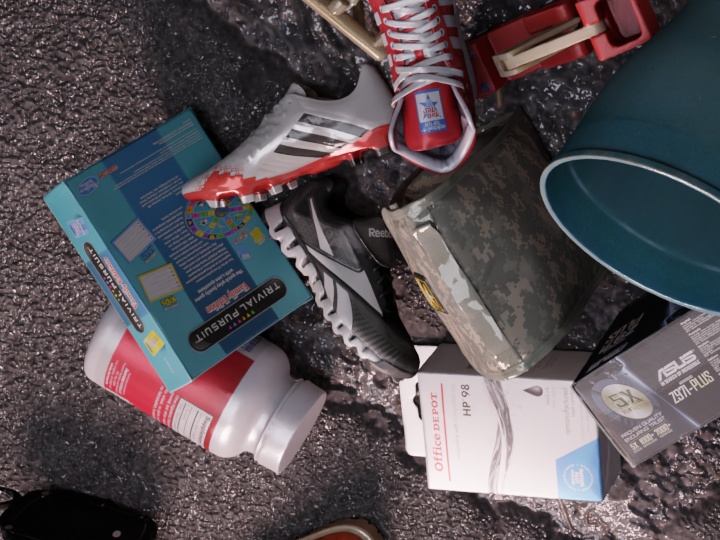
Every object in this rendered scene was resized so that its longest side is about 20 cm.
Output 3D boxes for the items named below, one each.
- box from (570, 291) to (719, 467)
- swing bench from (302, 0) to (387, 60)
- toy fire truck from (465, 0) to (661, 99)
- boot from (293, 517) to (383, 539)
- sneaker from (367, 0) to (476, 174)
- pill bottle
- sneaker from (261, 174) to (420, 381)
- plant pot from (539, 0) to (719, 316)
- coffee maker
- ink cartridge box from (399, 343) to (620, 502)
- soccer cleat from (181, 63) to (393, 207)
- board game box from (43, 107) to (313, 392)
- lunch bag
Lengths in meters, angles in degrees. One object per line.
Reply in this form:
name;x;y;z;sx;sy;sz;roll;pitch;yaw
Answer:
box;0.285;0.046;1.669;0.200;0.164;0.086;-35;95;30
swing bench;-0.006;-0.305;1.622;0.200;0.130;0.199;27;125;-26
toy fire truck;0.146;-0.179;1.647;0.200;0.141;0.049;-21;99;27
boot;-0.078;0.300;1.949;0.200;0.107;0.075;-30;99;30
sneaker;0.042;-0.165;1.585;0.071;0.113;0.200;-14;127;15
pill bottle;-0.137;0.095;1.887;0.200;0.112;0.112;30;118;8
sneaker;0.000;0.000;1.803;0.090;0.066;0.200;-42;71;21
plant pot;0.259;-0.097;1.519;0.200;0.188;0.200;26;160;10
coffee maker;-0.292;0.323;2.046;0.192;0.135;0.200;26;119;37
ink cartridge box;0.118;0.130;1.824;0.200;0.067;0.116;2;112;21
soccer cleat;-0.063;-0.112;1.789;0.200;0.069;0.085;-19;90;10
board game box;-0.156;-0.019;1.818;0.200;0.151;0.047;58;144;-3
lunch bag;0.102;-0.014;1.698;0.118;0.200;0.164;-27;99;28
